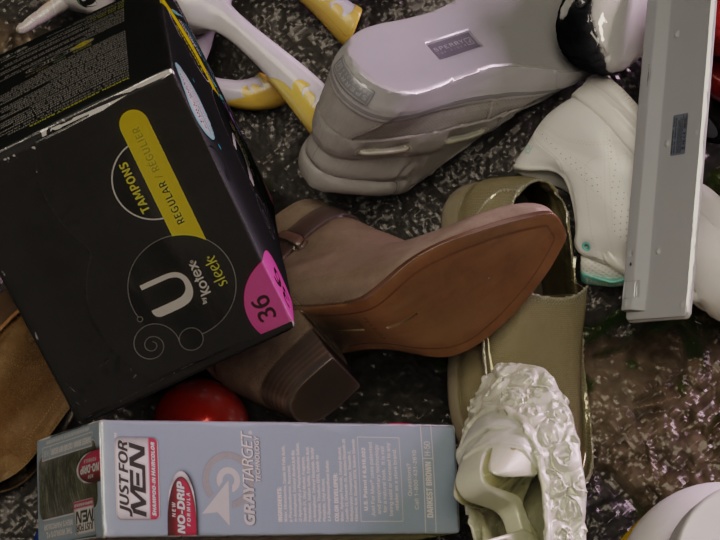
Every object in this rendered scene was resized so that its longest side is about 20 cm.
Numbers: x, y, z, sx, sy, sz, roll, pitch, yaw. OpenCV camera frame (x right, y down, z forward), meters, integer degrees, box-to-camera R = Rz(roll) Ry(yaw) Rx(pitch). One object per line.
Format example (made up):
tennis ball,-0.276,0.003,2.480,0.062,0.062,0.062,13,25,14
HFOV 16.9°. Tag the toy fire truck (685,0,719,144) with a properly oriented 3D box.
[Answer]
toy fire truck,0.251,-0.104,1.310,0.176,0.200,0.129,34,76,12

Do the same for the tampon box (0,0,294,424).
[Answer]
tampon box,-0.124,-0.042,1.275,0.126,0.200,0.151,-25,111,3

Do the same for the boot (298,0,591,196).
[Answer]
boot,0.049,-0.099,1.384,0.199,0.096,0.074,-13,58,-38

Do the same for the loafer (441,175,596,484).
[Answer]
loafer,0.089,0.036,1.328,0.075,0.068,0.201,1,67,-31

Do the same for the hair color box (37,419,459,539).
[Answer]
hair color box,-0.059,0.112,1.259,0.199,0.099,0.061,2,79,-27

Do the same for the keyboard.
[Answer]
keyboard,0.169,-0.072,1.314,0.011,0.056,0.202,10,82,-34

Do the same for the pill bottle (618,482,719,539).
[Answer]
pill bottle,0.174,0.171,1.215,0.112,0.200,0.113,3,70,-8

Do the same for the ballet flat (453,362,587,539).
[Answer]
ballet flat,0.080,0.131,1.222,0.071,0.072,0.201,-8,64,-1

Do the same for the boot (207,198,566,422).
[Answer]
boot,0.000,0.000,1.324,0.199,0.070,0.146,-32,33,-4

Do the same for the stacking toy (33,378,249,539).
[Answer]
stacking toy,-0.133,0.141,1.314,0.085,0.085,0.200,32,69,12

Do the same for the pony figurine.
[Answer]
pony figurine,-0.086,-0.192,1.393,0.199,0.167,0.194,23,82,-6

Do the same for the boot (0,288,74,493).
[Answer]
boot,-0.227,0.108,1.331,0.075,0.074,0.200,38,75,3

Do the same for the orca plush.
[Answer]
orca plush,0.150,-0.191,1.407,0.071,0.105,0.201,7,63,31

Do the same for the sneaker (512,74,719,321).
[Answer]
sneaker,0.167,-0.013,1.360,0.088,0.075,0.200,-40,67,1
